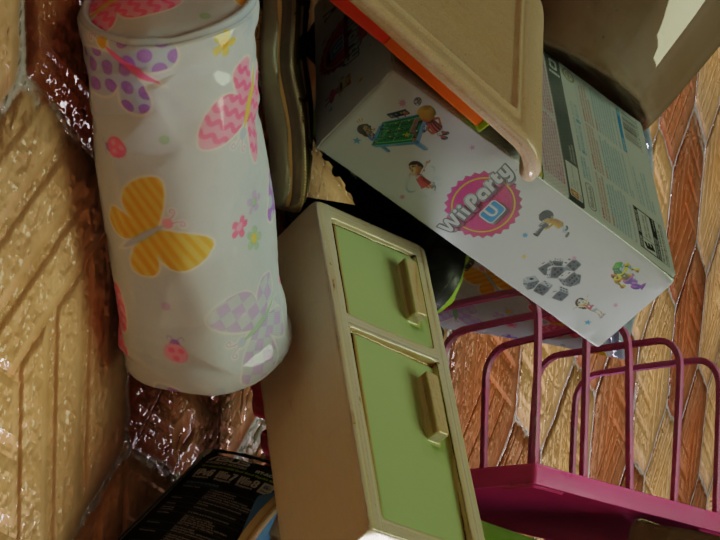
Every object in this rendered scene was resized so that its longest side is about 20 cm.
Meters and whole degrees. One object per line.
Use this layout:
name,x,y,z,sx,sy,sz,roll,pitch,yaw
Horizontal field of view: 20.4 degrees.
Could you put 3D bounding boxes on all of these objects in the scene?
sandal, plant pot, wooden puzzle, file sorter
sandal,-0.053,-0.129,1.008,0.080,0.053,0.202,-66,155,-77
plant pot,0.155,-0.184,1.182,0.175,0.199,0.200,-63,157,-12
wooden puzzle,0.023,-0.151,1.008,0.200,0.037,0.186,44,25,-19
file sorter,0.127,0.099,1.296,0.199,0.138,0.127,19,69,-42

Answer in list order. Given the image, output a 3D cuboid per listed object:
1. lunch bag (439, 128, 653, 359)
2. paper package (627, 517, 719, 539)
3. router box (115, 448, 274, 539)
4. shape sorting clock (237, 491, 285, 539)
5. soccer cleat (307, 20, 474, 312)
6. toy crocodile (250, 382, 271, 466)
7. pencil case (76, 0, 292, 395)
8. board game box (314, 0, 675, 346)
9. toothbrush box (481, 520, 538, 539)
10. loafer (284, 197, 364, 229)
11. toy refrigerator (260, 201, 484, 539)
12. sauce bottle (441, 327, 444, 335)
lunch bag,0.112,-0.053,1.362,0.201,0.168,0.128,76,28,-47
paper package,0.215,0.277,1.281,0.191,0.103,0.202,45,56,-65
router box,-0.084,0.217,1.029,0.150,0.062,0.202,-45,139,-53
shape sorting clock,-0.038,0.200,1.000,0.200,0.039,0.202,10,90,-66
soccer cleat,0.009,-0.059,1.112,0.068,0.081,0.201,-49,-140,35
toy crocodile,-0.026,0.102,1.093,0.061,0.067,0.202,-24,106,-26
pencil case,-0.078,-0.041,0.931,0.091,0.082,0.202,-56,148,-50
board game box,0.070,-0.071,1.071,0.199,0.064,0.148,35,29,-24
toothbrush box,0.060,0.256,1.185,0.086,0.144,0.201,107,2,-58
loafer,0.000,0.000,1.209,0.200,0.072,0.073,18,85,-70
toy refrigerator,0.002,0.067,0.981,0.076,0.070,0.201,23,39,-32
sauce bottle,0.019,0.129,1.323,0.065,0.064,0.202,52,47,-65
